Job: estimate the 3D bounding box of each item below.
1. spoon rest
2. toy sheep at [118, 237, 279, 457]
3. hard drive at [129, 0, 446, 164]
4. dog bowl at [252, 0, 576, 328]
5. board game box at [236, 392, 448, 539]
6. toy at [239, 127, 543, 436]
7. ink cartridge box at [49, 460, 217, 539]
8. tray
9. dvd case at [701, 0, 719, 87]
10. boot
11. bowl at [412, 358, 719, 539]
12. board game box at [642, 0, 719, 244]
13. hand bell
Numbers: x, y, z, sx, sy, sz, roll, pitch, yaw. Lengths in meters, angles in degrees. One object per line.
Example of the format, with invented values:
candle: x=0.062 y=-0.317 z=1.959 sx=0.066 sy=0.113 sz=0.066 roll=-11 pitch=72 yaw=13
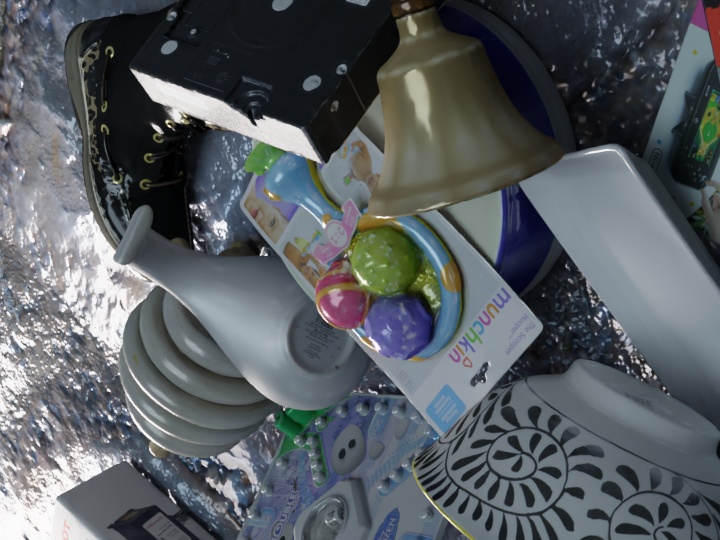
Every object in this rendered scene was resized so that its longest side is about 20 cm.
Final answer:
spoon rest: x=-0.073 y=0.019 z=0.869 sx=0.060 sy=0.199 sz=0.100 roll=9 pitch=70 yaw=62
toy sheep: x=-0.112 y=0.063 z=0.959 sx=0.138 sy=0.137 sz=0.201 roll=43 pitch=132 yaw=21
hard drive: x=-0.020 y=-0.161 z=0.749 sx=0.139 sy=0.201 sz=0.038 roll=21 pitch=159 yaw=34
dog bowl: x=0.029 y=-0.060 z=0.812 sx=0.199 sy=0.078 sz=0.202 roll=17 pitch=117 yaw=37
board game box: x=-0.024 y=0.166 z=0.870 sx=0.026 sy=0.201 sz=0.199 roll=37 pitch=156 yaw=-31
toy: x=0.000 y=0.000 z=0.773 sx=0.200 sy=0.047 sz=0.115 roll=50 pitch=134 yaw=17
ink cartridge box: x=-0.174 y=0.282 z=1.129 sx=0.199 sy=0.084 sz=0.146 roll=34 pitch=126 yaw=28
tray: x=0.165 y=0.013 z=0.702 sx=0.201 sy=0.022 sz=0.107 roll=52 pitch=162 yaw=-14
dvd case: x=0.227 y=-0.069 z=0.579 sx=0.145 sy=0.022 sz=0.202 roll=-7 pitch=100 yaw=45
boot: x=-0.132 y=-0.096 z=0.953 sx=0.150 sy=0.073 sz=0.202 roll=-10 pitch=94 yaw=45
bowl: x=0.137 y=0.110 z=0.731 sx=0.200 sy=0.200 sz=0.095 roll=31 pitch=101 yaw=30
board game box: x=0.244 y=-0.061 z=0.626 sx=0.199 sy=0.064 sz=0.149 roll=33 pitch=127 yaw=29
hand bell: x=0.023 y=-0.137 z=0.654 sx=0.104 sy=0.104 sz=0.202 roll=-8 pitch=104 yaw=44
